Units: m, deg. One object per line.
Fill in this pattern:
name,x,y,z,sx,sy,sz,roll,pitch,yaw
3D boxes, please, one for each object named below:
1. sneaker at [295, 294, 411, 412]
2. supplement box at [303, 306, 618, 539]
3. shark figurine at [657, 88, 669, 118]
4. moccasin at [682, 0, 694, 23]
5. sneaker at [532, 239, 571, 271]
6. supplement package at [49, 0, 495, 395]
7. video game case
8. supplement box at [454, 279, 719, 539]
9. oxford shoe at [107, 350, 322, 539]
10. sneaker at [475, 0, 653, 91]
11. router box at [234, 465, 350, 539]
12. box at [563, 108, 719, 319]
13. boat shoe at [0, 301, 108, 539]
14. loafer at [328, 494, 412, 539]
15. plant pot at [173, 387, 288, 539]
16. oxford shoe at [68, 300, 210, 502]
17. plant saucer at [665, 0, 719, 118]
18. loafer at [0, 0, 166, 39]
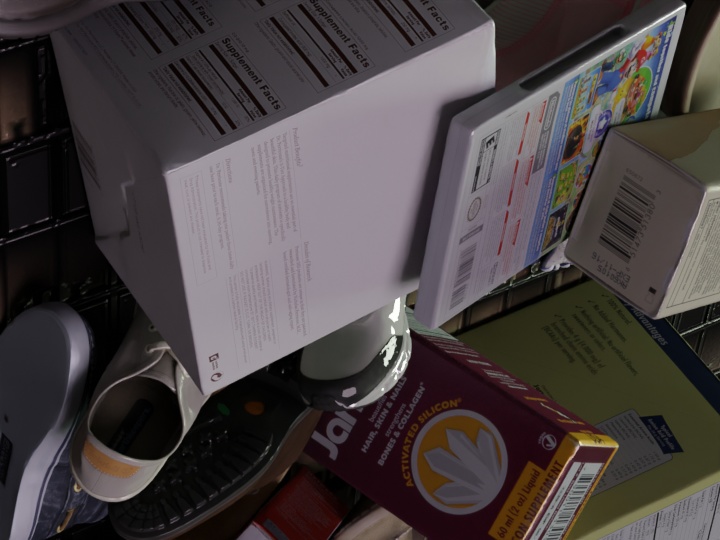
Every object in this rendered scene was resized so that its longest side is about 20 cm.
sneaker,0.000,0.000,1.385,0.073,0.201,0.080,1,137,21
supplement box,0.052,0.108,1.468,0.111,0.199,0.086,-61,156,7
shark figurine,0.198,-0.095,1.499,0.089,0.129,0.215,-15,137,31
moccasin,0.232,-0.232,1.399,0.201,0.080,0.068,-55,156,0
sneaker,0.141,-0.039,1.512,0.085,0.077,0.200,-32,159,7
supplement package,-0.045,-0.075,1.251,0.199,0.147,0.192,-26,144,-18
video game case,0.110,-0.064,1.282,0.200,0.018,0.144,-32,144,-39
supplement box,0.155,0.138,1.617,0.199,0.200,0.135,-21,142,-22
oxford shoe,-0.080,0.118,1.386,0.200,0.072,0.085,-38,150,-38
sneaker,0.097,-0.138,1.387,0.104,0.076,0.200,23,146,-11
router box,-0.104,0.239,1.552,0.200,0.049,0.179,-48,177,11
box,0.224,-0.042,1.367,0.199,0.078,0.095,-11,128,-47
boat shoe,-0.183,0.090,1.387,0.091,0.071,0.201,-17,142,-41
loafer,0.012,0.205,1.634,0.076,0.068,0.200,-52,-179,-41
plant pot,-0.091,0.106,1.468,0.200,0.027,0.201,-43,150,-32
oxford shoe,-0.110,0.045,1.328,0.201,0.075,0.058,-63,-177,-25
plant saucer,0.255,-0.156,1.406,0.200,0.029,0.201,-38,147,-30
loafer,-0.146,-0.173,1.132,0.199,0.073,0.072,-19,135,-39
